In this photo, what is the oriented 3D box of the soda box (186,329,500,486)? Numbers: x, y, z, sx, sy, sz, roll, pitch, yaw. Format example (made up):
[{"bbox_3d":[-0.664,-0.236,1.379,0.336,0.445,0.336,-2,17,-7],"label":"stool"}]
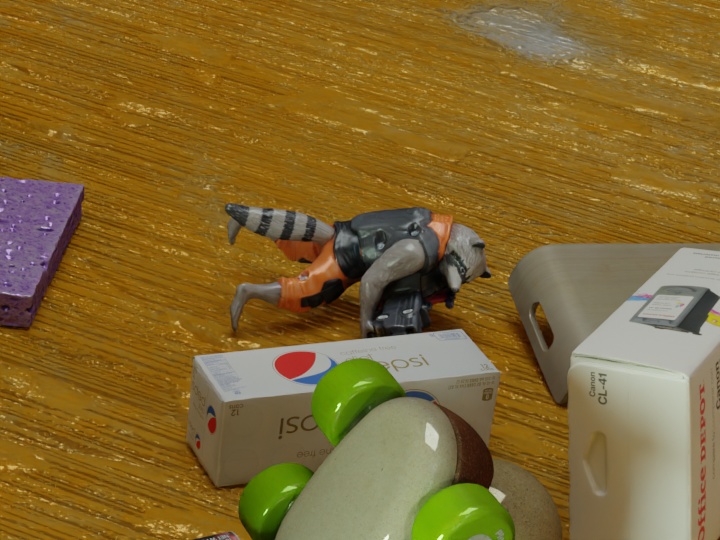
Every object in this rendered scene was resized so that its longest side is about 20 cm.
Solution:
[{"bbox_3d":[-0.011,0.090,1.580,0.200,0.068,0.064,-5,29,-23],"label":"soda box"}]

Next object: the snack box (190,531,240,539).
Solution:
[{"bbox_3d":[-0.087,0.226,1.303,0.142,0.053,0.200,-10,32,-30],"label":"snack box"}]

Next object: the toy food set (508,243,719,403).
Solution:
[{"bbox_3d":[0.222,0.047,1.758,0.200,0.060,0.144,-1,39,-14],"label":"toy food set"}]

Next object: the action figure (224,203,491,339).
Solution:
[{"bbox_3d":[0.000,0.000,1.732,0.193,0.105,0.200,-4,25,-2],"label":"action figure"}]

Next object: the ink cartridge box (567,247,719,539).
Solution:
[{"bbox_3d":[0.211,0.088,1.545,0.086,0.148,0.200,7,25,26],"label":"ink cartridge box"}]

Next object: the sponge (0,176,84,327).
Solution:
[{"bbox_3d":[-0.280,-0.021,1.775,0.112,0.030,0.200,8,27,1],"label":"sponge"}]

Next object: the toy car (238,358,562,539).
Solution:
[{"bbox_3d":[0.058,0.169,1.417,0.200,0.158,0.164,25,16,-38],"label":"toy car"}]
